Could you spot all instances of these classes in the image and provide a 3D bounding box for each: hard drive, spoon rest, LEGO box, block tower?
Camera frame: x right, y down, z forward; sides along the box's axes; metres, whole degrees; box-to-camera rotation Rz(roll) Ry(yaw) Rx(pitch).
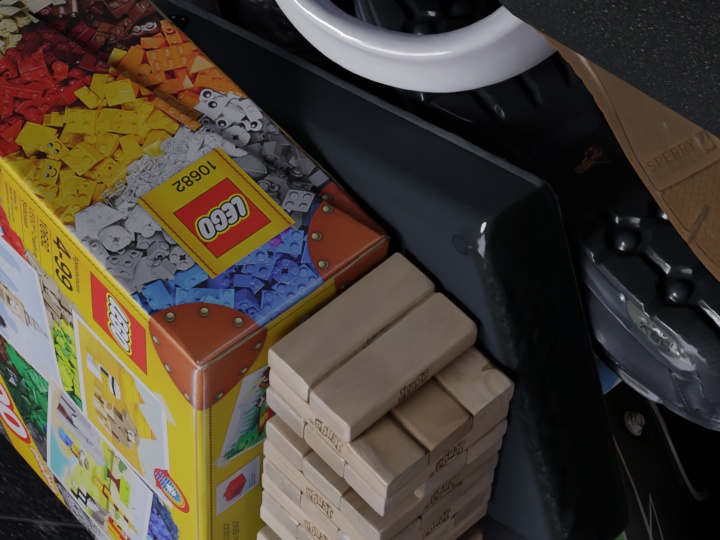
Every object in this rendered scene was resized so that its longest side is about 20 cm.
[{"bbox_3d":[0.000,0.000,0.807,0.200,0.033,0.140,31,147,46],"label":"hard drive"},{"bbox_3d":[-0.027,-0.120,0.750,0.200,0.061,0.099,40,170,21],"label":"spoon rest"},{"bbox_3d":[-0.070,0.016,0.822,0.149,0.077,0.200,45,155,23],"label":"LEGO box"},{"bbox_3d":[0.003,0.081,0.791,0.054,0.058,0.200,43,154,23],"label":"block tower"}]

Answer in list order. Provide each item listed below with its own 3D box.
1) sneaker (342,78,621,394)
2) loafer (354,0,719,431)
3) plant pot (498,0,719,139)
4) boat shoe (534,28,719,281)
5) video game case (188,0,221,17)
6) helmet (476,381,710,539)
[{"bbox_3d":[0.014,-0.013,0.873,0.200,0.073,0.072,23,154,30],"label":"sneaker"},{"bbox_3d":[0.061,-0.029,0.779,0.201,0.068,0.070,52,163,29],"label":"loafer"},{"bbox_3d":[0.132,-0.112,0.536,0.199,0.200,0.177,30,157,1],"label":"plant pot"},{"bbox_3d":[0.086,-0.089,0.661,0.200,0.072,0.072,56,157,-3],"label":"boat shoe"},{"bbox_3d":[-0.143,-0.122,0.935,0.200,0.023,0.182,18,148,23],"label":"video game case"},{"bbox_3d":[0.042,0.117,0.976,0.200,0.200,0.191,14,163,27],"label":"helmet"}]
